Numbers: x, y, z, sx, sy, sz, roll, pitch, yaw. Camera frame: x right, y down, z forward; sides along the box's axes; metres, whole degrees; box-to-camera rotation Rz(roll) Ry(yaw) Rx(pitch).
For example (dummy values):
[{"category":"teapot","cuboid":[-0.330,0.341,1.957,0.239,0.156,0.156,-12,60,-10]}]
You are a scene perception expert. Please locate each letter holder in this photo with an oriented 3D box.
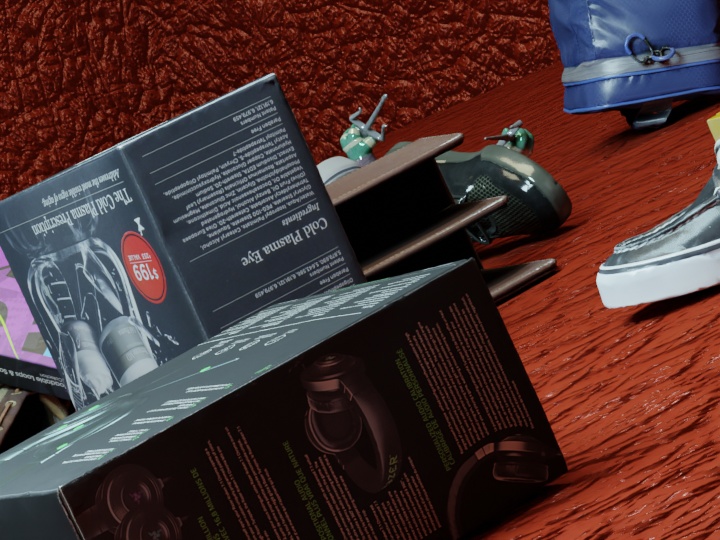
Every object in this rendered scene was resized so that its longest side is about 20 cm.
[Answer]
[{"category":"letter holder","cuboid":[0.000,0.000,1.500,0.199,0.101,0.142,-27,7,-19]}]

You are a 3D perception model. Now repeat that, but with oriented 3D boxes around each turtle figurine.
[{"category":"turtle figurine","cuboid":[0.055,-0.069,1.885,0.148,0.102,0.200,10,-4,8]}]

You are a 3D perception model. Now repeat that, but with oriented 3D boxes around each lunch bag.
[{"category":"lunch bag","cuboid":[0.236,-0.186,2.068,0.135,0.133,0.200,-9,4,0]}]

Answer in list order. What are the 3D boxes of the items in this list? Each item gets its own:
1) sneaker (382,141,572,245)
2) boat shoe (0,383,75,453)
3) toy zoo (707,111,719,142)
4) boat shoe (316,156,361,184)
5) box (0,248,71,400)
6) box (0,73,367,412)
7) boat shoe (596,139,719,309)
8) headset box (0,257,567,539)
[{"category":"sneaker","cuboid":[0.058,-0.030,1.705,0.199,0.076,0.114,8,53,52]},{"category":"boat shoe","cuboid":[-0.242,0.112,1.786,0.071,0.073,0.200,9,9,18]},{"category":"toy zoo","cuboid":[0.327,-0.133,1.695,0.199,0.021,0.131,-28,6,-30]},{"category":"boat shoe","cuboid":[-0.033,-0.012,1.797,0.065,0.072,0.200,19,37,18]},{"category":"box","cuboid":[-0.203,0.029,1.788,0.199,0.036,0.143,12,46,26]},{"category":"box","cuboid":[-0.090,0.014,1.322,0.104,0.183,0.200,-28,5,-29]},{"category":"boat shoe","cuboid":[0.198,-0.045,1.175,0.199,0.068,0.072,-24,5,14]},{"category":"headset box","cuboid":[-0.055,0.086,0.935,0.199,0.093,0.174,-28,7,-28]}]
